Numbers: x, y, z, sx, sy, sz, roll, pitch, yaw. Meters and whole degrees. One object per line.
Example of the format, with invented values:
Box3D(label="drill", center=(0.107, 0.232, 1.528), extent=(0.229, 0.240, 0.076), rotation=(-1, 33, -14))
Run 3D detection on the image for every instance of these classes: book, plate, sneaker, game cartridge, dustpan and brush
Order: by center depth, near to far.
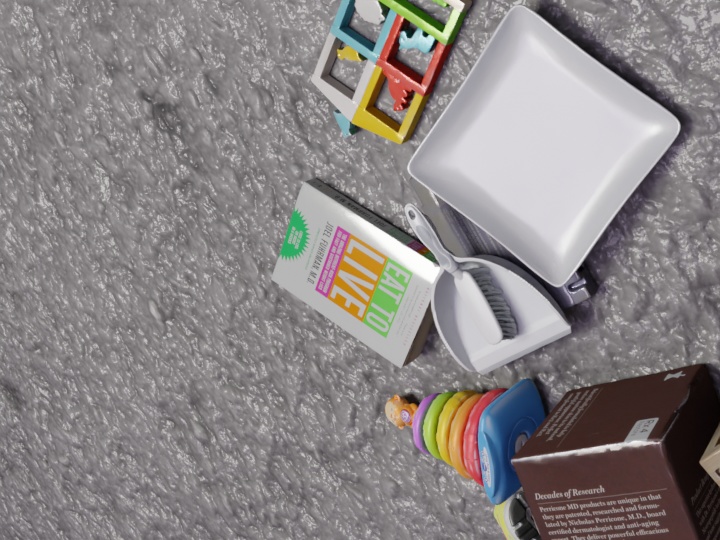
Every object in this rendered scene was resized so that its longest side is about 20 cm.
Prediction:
Box3D(label="plate", center=(0.176, -0.121, 1.047), extent=(0.199, 0.032, 0.201), rotation=(38, 112, 8))
Box3D(label="dustpan and brush", center=(0.110, 0.011, 1.112), extent=(0.139, 0.057, 0.202), rotation=(-30, 91, 38))
Box3D(label="game cartridge", center=(0.147, -0.039, 1.126), extent=(0.129, 0.038, 0.202), rotation=(-28, 93, 41))
Box3D(label="sneaker", center=(0.223, 0.321, 1.207), extent=(0.201, 0.078, 0.090), rotation=(52, 161, -7))
Box3D(label="book", center=(0.000, 0.000, 1.235), extent=(0.199, 0.048, 0.135), rotation=(32, 119, 21))

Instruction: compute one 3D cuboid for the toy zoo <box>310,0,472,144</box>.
Box3D(label="toy zoo", center=(0.023, -0.227, 1.137), extent=(0.130, 0.020, 0.202), rotation=(36, 125, 16))

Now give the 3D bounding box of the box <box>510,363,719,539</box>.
Box3D(label="box", center=(0.280, 0.229, 1.063), extent=(0.163, 0.165, 0.203), rotation=(-17, 99, 37))

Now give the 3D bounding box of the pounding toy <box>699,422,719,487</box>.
Box3D(label="pounding toy", center=(0.391, 0.119, 0.924), extent=(0.143, 0.199, 0.184), rotation=(49, 127, 6))

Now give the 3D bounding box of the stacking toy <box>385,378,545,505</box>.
Box3D(label="stacking toy", center=(0.101, 0.175, 1.213), extent=(0.198, 0.109, 0.118), rotation=(10, 117, 42))
